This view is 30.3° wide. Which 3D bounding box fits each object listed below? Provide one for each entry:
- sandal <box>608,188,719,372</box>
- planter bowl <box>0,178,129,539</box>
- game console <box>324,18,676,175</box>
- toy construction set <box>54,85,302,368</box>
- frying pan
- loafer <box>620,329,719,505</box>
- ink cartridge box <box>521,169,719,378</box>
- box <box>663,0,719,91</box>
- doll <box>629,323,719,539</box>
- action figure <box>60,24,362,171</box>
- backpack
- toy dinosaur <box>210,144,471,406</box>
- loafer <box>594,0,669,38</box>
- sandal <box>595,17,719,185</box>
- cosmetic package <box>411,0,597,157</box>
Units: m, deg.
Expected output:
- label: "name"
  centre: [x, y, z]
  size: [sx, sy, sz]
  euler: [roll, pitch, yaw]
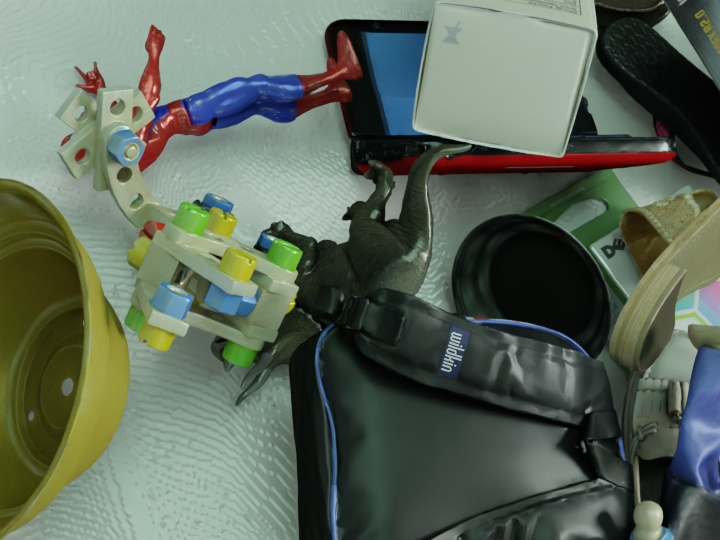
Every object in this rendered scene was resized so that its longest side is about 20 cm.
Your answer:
- label: "sandal"
  centre: [0.194, -0.018, 0.855]
  size: [0.069, 0.078, 0.212]
  euler: [24, 44, 25]
- label: "planter bowl"
  centre: [-0.186, 0.058, 0.721]
  size: [0.083, 0.199, 0.202]
  euler: [21, 51, -51]
- label: "game console"
  centre: [0.093, -0.127, 0.922]
  size: [0.198, 0.172, 0.120]
  euler: [-3, 92, -20]
- label: "toy construction set"
  centre: [-0.107, -0.019, 0.760]
  size: [0.131, 0.092, 0.200]
  euler: [15, 28, -46]
- label: "frying pan"
  centre: [0.136, 0.044, 0.853]
  size: [0.190, 0.115, 0.031]
  euler: [48, 40, 7]
- label: "loafer"
  centre: [0.195, 0.133, 0.818]
  size: [0.071, 0.063, 0.202]
  euler: [7, 80, 7]
- label: "ink cartridge box"
  centre: [0.210, 0.010, 0.922]
  size: [0.103, 0.059, 0.201]
  euler: [-28, 76, -27]
- label: "box"
  centre: [0.313, -0.129, 0.970]
  size: [0.199, 0.048, 0.159]
  euler: [10, 50, -53]
- label: "doll"
  centre: [0.202, 0.139, 0.760]
  size: [0.136, 0.048, 0.202]
  euler: [22, 79, -35]
- label: "action figure"
  centre: [-0.110, -0.126, 0.867]
  size: [0.199, 0.065, 0.100]
  euler: [-23, 78, -18]
- label: "backpack"
  centre: [0.055, 0.117, 0.761]
  size: [0.188, 0.154, 0.202]
  euler: [0, 78, -17]
- label: "toy dinosaur"
  centre: [0.000, 0.000, 0.820]
  size: [0.199, 0.077, 0.103]
  euler: [-31, 58, 13]
- label: "loafer"
  centre: [0.160, -0.231, 1.019]
  size: [0.198, 0.071, 0.074]
  euler: [3, 63, -18]
- label: "sandal"
  centre: [0.255, -0.111, 1.010]
  size: [0.075, 0.045, 0.200]
  euler: [-33, 73, -31]
- label: "cosmetic package"
  centre: [0.095, -0.160, 0.874]
  size: [0.102, 0.088, 0.200]
  euler: [12, 30, 3]
